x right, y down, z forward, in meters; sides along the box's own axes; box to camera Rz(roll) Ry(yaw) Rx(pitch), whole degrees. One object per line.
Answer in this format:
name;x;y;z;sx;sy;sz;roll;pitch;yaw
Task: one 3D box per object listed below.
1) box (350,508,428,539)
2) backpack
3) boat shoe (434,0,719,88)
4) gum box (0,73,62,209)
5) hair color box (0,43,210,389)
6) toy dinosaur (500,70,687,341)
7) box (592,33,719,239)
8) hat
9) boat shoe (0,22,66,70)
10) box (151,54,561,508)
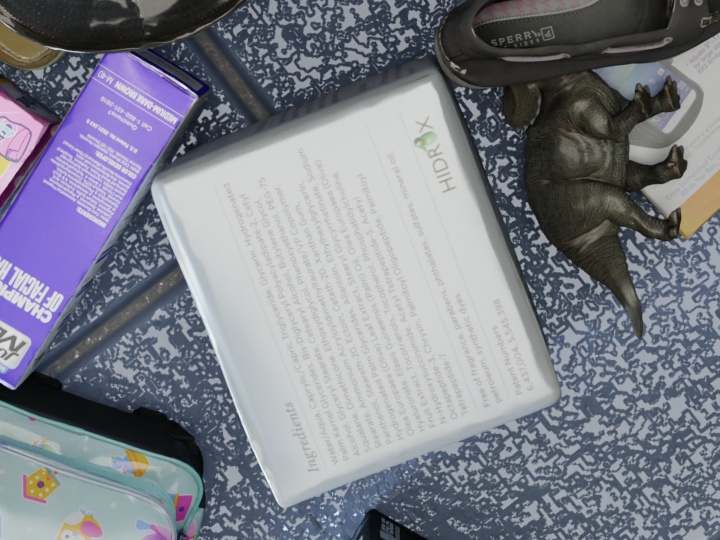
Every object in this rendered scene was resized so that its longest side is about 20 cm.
box;0.062;0.211;1.587;0.160;0.200;0.044;30;96;-2
backpack;-0.191;0.178;1.614;0.176;0.153;0.200;19;103;-7
boat shoe;0.138;-0.145;1.519;0.200;0.057;0.067;-17;84;-14
gum box;-0.281;-0.040;1.628;0.113;0.066;0.200;36;96;-2
hair color box;-0.167;-0.035;1.606;0.065;0.109;0.200;31;95;-3
toy dinosaur;0.132;-0.060;1.594;0.102;0.077;0.200;-6;110;27
box;0.166;-0.131;1.628;0.119;0.041;0.200;-43;92;5
hat;-0.140;-0.210;1.508;0.201;0.081;0.201;0;91;5
boat shoe;-0.243;-0.198;1.605;0.072;0.076;0.200;-40;95;5
box;0.000;0.000;1.563;0.171;0.199;0.200;-20;96;3
